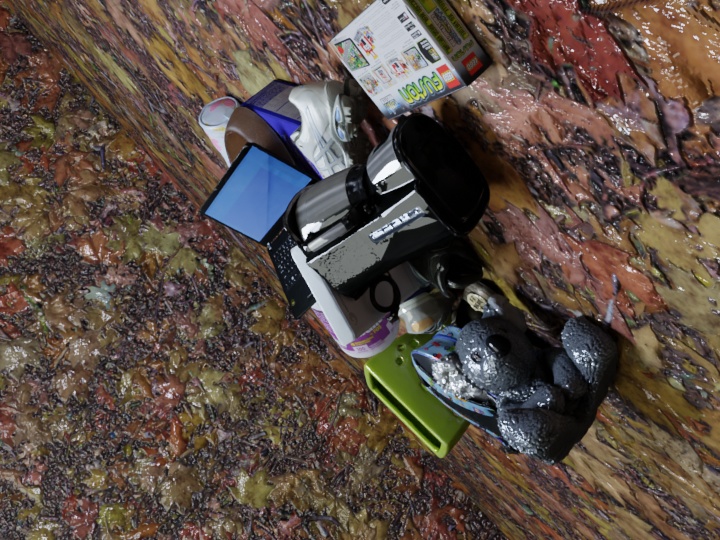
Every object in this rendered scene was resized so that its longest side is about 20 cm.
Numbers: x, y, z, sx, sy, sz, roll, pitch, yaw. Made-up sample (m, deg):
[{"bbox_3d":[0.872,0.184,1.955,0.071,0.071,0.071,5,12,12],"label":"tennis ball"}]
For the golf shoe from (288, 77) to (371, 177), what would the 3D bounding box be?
[{"bbox_3d":[-0.039,-0.159,1.000,0.097,0.078,0.200,8,136,15],"label":"golf shoe"}]

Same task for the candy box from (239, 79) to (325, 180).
[{"bbox_3d":[-0.066,-0.180,1.132,0.200,0.077,0.169,32,160,52],"label":"candy box"}]

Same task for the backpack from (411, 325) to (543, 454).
[{"bbox_3d":[0.182,0.157,1.170,0.200,0.135,0.183,28,161,30],"label":"backpack"}]

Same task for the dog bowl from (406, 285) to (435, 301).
[{"bbox_3d":[0.033,-0.021,1.296,0.200,0.079,0.200,44,167,13],"label":"dog bowl"}]

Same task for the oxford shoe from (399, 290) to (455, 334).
[{"bbox_3d":[0.108,0.068,1.207,0.058,0.075,0.200,62,-164,8],"label":"oxford shoe"}]

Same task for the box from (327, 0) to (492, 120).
[{"bbox_3d":[0.040,-0.215,0.765,0.110,0.035,0.200,50,167,-14],"label":"box"}]

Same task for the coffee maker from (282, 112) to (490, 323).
[{"bbox_3d":[0.045,-0.058,0.886,0.192,0.135,0.200,33,140,-29],"label":"coffee maker"}]

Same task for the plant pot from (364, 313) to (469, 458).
[{"bbox_3d":[0.138,0.193,1.382,0.199,0.181,0.200,43,167,15],"label":"plant pot"}]

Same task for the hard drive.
[{"bbox_3d":[0.000,0.000,1.005,0.027,0.200,0.132,-28,93,33],"label":"hard drive"}]

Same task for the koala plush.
[{"bbox_3d":[0.202,0.132,0.997,0.200,0.177,0.184,32,169,29],"label":"koala plush"}]

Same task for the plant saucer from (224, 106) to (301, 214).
[{"bbox_3d":[-0.149,-0.149,1.176,0.200,0.034,0.200,44,155,27],"label":"plant saucer"}]

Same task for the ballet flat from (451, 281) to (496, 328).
[{"bbox_3d":[0.170,0.062,1.179,0.067,0.046,0.200,44,167,7],"label":"ballet flat"}]

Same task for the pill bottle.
[{"bbox_3d":[-0.022,0.041,1.229,0.112,0.112,0.200,33,163,46],"label":"pill bottle"}]

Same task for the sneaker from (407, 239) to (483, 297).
[{"bbox_3d":[0.111,0.002,1.116,0.114,0.076,0.199,49,164,17],"label":"sneaker"}]

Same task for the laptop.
[{"bbox_3d":[-0.121,-0.051,1.103,0.177,0.103,0.200,-43,63,44],"label":"laptop"}]

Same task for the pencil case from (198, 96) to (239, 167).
[{"bbox_3d":[-0.230,-0.235,1.485,0.091,0.083,0.200,38,165,40],"label":"pencil case"}]
